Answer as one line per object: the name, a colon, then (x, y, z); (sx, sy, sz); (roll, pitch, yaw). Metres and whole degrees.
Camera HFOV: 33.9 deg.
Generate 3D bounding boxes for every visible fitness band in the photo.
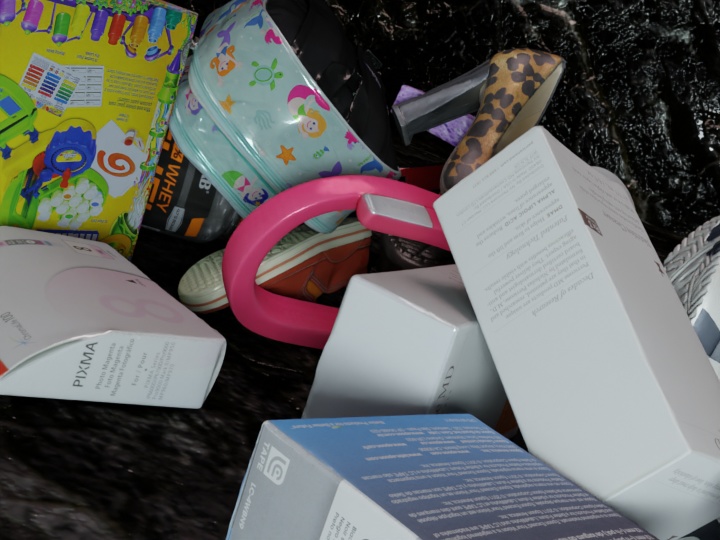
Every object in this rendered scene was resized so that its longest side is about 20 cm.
fitness band: (0.000, 0.000, 0.800); (0.198, 0.144, 0.038); (15, 45, -39)

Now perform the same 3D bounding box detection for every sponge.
sponge: (0.094, -0.121, 1.041); (0.111, 0.030, 0.200); (29, 10, 7)

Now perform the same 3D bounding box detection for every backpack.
backpack: (-0.054, -0.118, 0.880); (0.178, 0.150, 0.200); (49, 9, -23)

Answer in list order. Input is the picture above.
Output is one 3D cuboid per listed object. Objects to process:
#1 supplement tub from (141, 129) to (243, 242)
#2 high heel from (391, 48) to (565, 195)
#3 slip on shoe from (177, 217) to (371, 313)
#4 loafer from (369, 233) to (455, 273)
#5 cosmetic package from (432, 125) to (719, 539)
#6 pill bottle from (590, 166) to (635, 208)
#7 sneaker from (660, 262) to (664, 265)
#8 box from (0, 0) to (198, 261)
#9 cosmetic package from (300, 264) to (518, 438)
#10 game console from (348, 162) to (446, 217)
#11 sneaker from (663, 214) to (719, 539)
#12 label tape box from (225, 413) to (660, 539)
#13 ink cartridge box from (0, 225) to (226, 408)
supplement tub: (-0.175, -0.097, 1.005); (0.197, 0.124, 0.123); (15, 12, -15)
high heel: (0.123, -0.075, 0.887); (0.072, 0.141, 0.202); (73, -7, -66)
slip on shoe: (-0.056, 0.005, 0.883); (0.073, 0.062, 0.199); (0, 12, 35)
loafer: (0.043, 0.010, 0.963); (0.072, 0.072, 0.200); (19, 3, 3)
cosmetic package: (0.125, 0.037, 0.627); (0.112, 0.081, 0.202); (23, 38, -49)
pill bottle: (0.152, -0.029, 1.057); (0.110, 0.113, 0.199); (13, -15, -24)
sneaker: (0.242, 0.070, 0.775); (0.201, 0.076, 0.079); (52, -34, -16)
box: (-0.235, -0.107, 0.778); (0.121, 0.195, 0.199); (23, 12, 29)
cosmetic package: (0.049, 0.057, 0.708); (0.071, 0.103, 0.199); (25, 14, 23)
game console: (0.029, -0.070, 1.168); (0.197, 0.032, 0.177); (-6, -8, -13)
sneaker: (0.225, 0.077, 0.706); (0.128, 0.201, 0.079); (27, -18, -14)
label tape box: (0.061, 0.131, 0.480); (0.142, 0.067, 0.199); (6, 20, -47)
ink cartridge box: (-0.195, 0.017, 0.638); (0.198, 0.058, 0.162); (15, 11, -42)
